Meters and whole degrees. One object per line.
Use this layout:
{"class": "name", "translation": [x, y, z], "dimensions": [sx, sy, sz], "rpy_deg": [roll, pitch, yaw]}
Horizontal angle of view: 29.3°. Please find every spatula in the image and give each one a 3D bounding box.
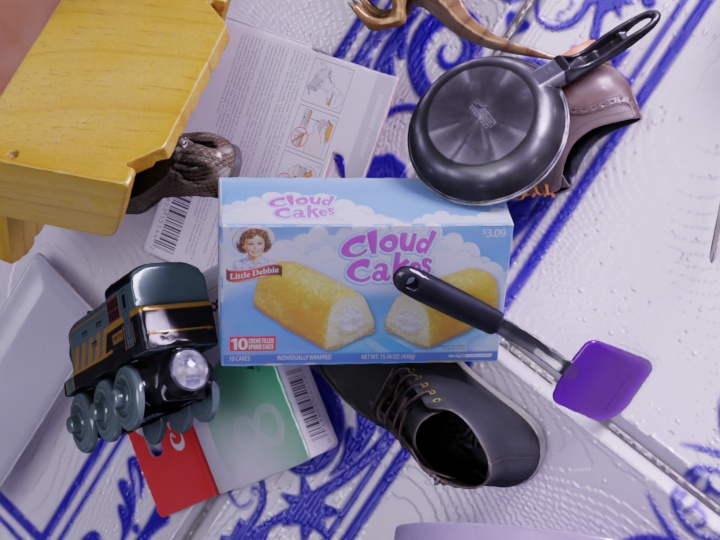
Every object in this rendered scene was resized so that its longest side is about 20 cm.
{"class": "spatula", "translation": [0.108, 0.046, 0.940], "dimensions": [0.199, 0.021, 0.057], "rpy_deg": [28, 106, -12]}

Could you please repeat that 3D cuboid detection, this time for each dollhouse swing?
{"class": "dollhouse swing", "translation": [-0.192, -0.097, 1.068], "dimensions": [0.180, 0.176, 0.201], "rpy_deg": [11, 55, 15]}

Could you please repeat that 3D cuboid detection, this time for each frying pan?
{"class": "frying pan", "translation": [0.120, -0.109, 0.928], "dimensions": [0.188, 0.031, 0.116], "rpy_deg": [-15, 63, 14]}

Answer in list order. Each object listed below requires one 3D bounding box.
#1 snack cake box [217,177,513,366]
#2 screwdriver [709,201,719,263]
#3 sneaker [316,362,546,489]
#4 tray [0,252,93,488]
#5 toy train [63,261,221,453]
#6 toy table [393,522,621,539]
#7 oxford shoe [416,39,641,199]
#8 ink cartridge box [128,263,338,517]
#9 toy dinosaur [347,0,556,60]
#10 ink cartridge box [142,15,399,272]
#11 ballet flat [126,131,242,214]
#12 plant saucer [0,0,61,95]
{"class": "snack cake box", "translation": [0.000, 0.000, 0.959], "dimensions": [0.198, 0.067, 0.116], "rpy_deg": [-1, 123, -6]}
{"class": "screwdriver", "translation": [0.263, -0.104, 0.938], "dimensions": [0.029, 0.028, 0.202], "rpy_deg": [6, 91, -3]}
{"class": "sneaker", "translation": [0.034, 0.088, 0.988], "dimensions": [0.199, 0.106, 0.075], "rpy_deg": [28, 99, 24]}
{"class": "tray", "translation": [-0.294, 0.095, 1.187], "dimensions": [0.107, 0.022, 0.201], "rpy_deg": [41, 104, 31]}
{"class": "toy train", "translation": [-0.166, 0.068, 1.021], "dimensions": [0.200, 0.085, 0.115], "rpy_deg": [-28, 68, 57]}
{"class": "toy table", "translation": [0.113, 0.240, 0.916], "dimensions": [0.199, 0.184, 0.118], "rpy_deg": [-5, 67, 33]}
{"class": "oxford shoe", "translation": [0.109, -0.075, 0.985], "dimensions": [0.200, 0.071, 0.073], "rpy_deg": [-40, 75, 17]}
{"class": "ink cartridge box", "translation": [-0.128, 0.097, 1.072], "dimensions": [0.199, 0.050, 0.162], "rpy_deg": [-26, 83, 30]}
{"class": "toy dinosaur", "translation": [0.050, -0.214, 1.028], "dimensions": [0.106, 0.060, 0.201], "rpy_deg": [-33, 74, 18]}
{"class": "ink cartridge box", "translation": [-0.066, -0.079, 1.082], "dimensions": [0.175, 0.045, 0.202], "rpy_deg": [23, 97, 26]}
{"class": "ballet flat", "translation": [-0.161, -0.080, 1.073], "dimensions": [0.199, 0.046, 0.068], "rpy_deg": [3, 79, 54]}
{"class": "plant saucer", "translation": [-0.328, -0.233, 1.223], "dimensions": [0.199, 0.037, 0.202], "rpy_deg": [-2, 86, 25]}
